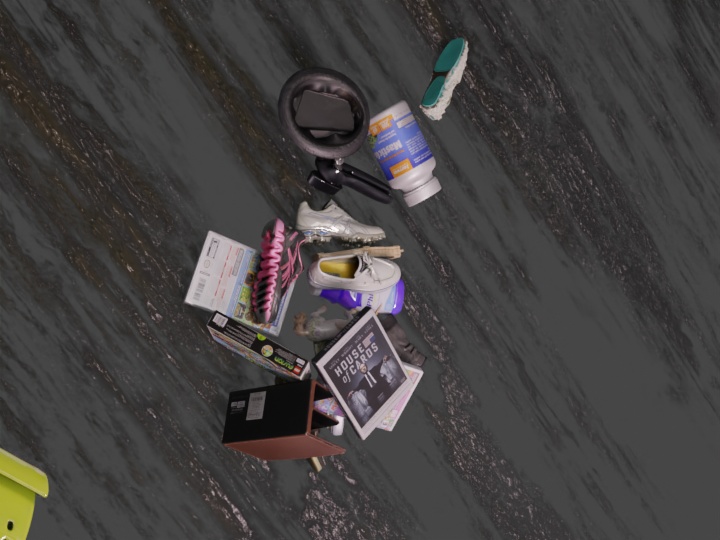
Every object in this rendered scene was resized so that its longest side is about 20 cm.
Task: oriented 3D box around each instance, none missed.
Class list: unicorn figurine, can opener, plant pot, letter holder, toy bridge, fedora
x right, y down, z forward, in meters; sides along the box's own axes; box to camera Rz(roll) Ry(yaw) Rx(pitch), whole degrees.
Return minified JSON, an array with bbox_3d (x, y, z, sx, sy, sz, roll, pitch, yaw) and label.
[{"bbox_3d":[-0.037,0.106,1.583,0.196,0.138,0.075,-16,101,8],"label":"unicorn figurine"},{"bbox_3d":[-0.014,-0.189,1.699,0.197,0.078,0.065,14,55,-30],"label":"can opener"},{"bbox_3d":[-0.608,0.368,1.280,0.198,0.199,0.184,35,64,-18],"label":"plant pot"},{"bbox_3d":[-0.133,0.284,1.514,0.142,0.197,0.102,38,48,-46],"label":"letter holder"},{"bbox_3d":[0.002,-0.033,1.682,0.196,0.067,0.028,-6,86,-26],"label":"toy bridge"},{"bbox_3d":[-0.082,-0.310,1.657,0.197,0.091,0.205,3,83,-22],"label":"fedora"}]

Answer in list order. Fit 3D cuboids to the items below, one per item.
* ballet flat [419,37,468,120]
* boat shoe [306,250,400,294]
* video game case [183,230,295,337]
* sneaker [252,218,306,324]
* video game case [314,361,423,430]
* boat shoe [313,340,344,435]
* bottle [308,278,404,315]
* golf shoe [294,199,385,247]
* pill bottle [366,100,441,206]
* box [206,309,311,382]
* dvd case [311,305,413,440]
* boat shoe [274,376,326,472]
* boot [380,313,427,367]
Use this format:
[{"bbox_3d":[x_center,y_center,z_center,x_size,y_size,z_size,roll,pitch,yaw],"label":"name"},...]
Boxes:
[{"bbox_3d":[0.191,-0.423,1.826,0.071,0.071,0.203,32,74,-19],"label":"ballet flat"},{"bbox_3d":[-0.001,-0.005,1.599,0.198,0.086,0.076,4,68,-23],"label":"boat shoe"},{"bbox_3d":[-0.228,0.028,1.584,0.197,0.018,0.146,23,75,-22],"label":"video game case"},{"bbox_3d":[-0.149,0.006,1.572,0.094,0.078,0.204,15,79,-35],"label":"sneaker"},{"bbox_3d":[0.008,0.225,1.570,0.197,0.018,0.145,20,107,-26],"label":"video game case"},{"bbox_3d":[-0.064,0.226,1.632,0.061,0.072,0.205,-2,80,-3],"label":"boat shoe"},{"bbox_3d":[-0.007,0.040,1.670,0.196,0.065,0.085,10,81,-24],"label":"bottle"},{"bbox_3d":[-0.039,-0.099,1.668,0.196,0.078,0.099,2,78,-26],"label":"golf shoe"},{"bbox_3d":[0.091,-0.243,1.722,0.111,0.112,0.203,-31,98,-25],"label":"pill bottle"},{"bbox_3d":[-0.184,0.149,1.505,0.197,0.110,0.035,27,71,9],"label":"box"},{"bbox_3d":[0.008,0.189,1.498,0.150,0.025,0.202,-43,123,-23],"label":"dvd case"},{"bbox_3d":[-0.104,0.290,1.595,0.065,0.072,0.204,-23,90,-20],"label":"boat shoe"},{"bbox_3d":[0.051,0.182,1.619,0.132,0.070,0.199,50,48,4],"label":"boot"}]
